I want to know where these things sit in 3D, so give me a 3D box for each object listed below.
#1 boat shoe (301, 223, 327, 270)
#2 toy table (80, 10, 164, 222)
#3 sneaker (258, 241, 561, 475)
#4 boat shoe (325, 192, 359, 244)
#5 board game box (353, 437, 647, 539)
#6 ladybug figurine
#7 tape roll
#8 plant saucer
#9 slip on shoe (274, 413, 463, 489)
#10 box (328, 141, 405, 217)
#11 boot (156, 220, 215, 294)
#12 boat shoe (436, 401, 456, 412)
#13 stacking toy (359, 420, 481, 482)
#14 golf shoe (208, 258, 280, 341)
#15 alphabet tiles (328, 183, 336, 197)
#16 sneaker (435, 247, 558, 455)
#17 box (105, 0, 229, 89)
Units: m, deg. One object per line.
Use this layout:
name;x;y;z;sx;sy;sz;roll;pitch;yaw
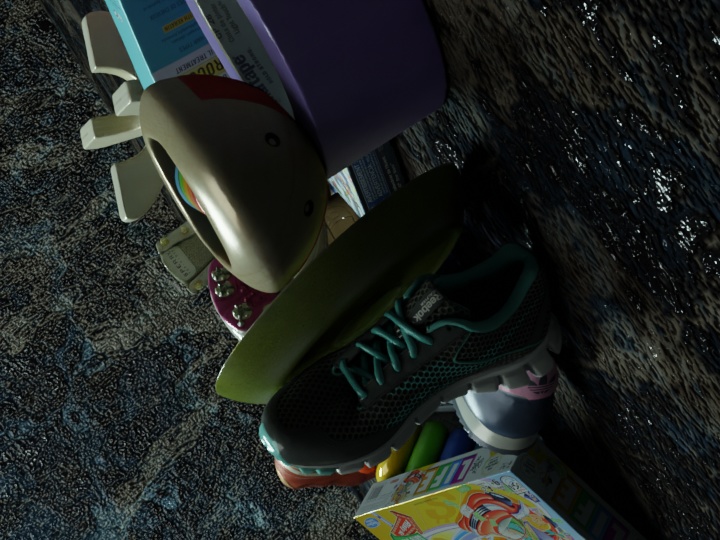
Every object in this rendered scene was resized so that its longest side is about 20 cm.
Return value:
boat shoe;-0.059;-0.064;1.221;0.064;0.071;0.201;21;-151;-36
toy table;-0.173;-0.141;1.364;0.200;0.116;0.185;133;124;-62
sneaker;0.028;0.042;0.885;0.078;0.199;0.092;48;155;34
boat shoe;0.000;0.000;1.292;0.072;0.064;0.201;59;157;30
board game box;0.100;0.187;1.088;0.134;0.034;0.200;42;147;-13
ladybug figurine;-0.071;-0.058;0.899;0.136;0.072;0.200;61;170;-20
tape roll;-0.040;-0.158;0.890;0.201;0.085;0.200;56;170;14
plant saucer;-0.003;0.017;0.934;0.031;0.200;0.200;46;169;10
slip on shoe;0.019;0.137;1.261;0.074;0.199;0.061;67;152;27
box;-0.041;-0.134;1.119;0.200;0.040;0.137;50;167;44
boot;-0.113;-0.045;1.407;0.072;0.154;0.200;55;176;1
boat shoe;0.058;0.066;1.134;0.199;0.073;0.069;20;-114;-62
stacking toy;0.044;0.144;1.175;0.199;0.086;0.085;22;166;5
golf shoe;-0.070;0.063;1.329;0.200;0.075;0.092;50;157;36
alphabet tiles;-0.051;-0.121;1.330;0.200;0.006;0.167;53;170;28
sneaker;0.073;0.020;1.014;0.201;0.070;0.082;57;144;32
box;-0.113;-0.146;1.083;0.049;0.082;0.201;46;162;48
